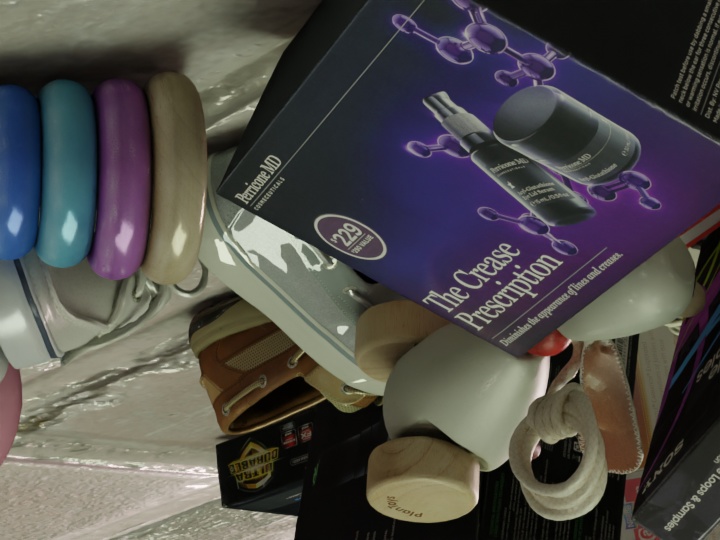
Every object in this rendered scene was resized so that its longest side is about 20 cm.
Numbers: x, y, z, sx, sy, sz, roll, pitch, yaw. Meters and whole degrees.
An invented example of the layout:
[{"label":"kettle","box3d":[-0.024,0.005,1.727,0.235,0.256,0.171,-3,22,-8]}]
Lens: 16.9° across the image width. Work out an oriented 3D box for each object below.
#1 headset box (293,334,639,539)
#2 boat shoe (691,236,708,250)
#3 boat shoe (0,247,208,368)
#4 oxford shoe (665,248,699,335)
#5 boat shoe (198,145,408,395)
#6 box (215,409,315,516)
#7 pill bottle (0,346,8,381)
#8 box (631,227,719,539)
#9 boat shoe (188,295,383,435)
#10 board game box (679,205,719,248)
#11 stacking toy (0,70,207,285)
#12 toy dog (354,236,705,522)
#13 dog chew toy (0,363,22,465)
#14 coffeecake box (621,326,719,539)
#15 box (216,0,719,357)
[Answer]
[{"label":"headset box","box3d":[0.050,0.108,1.319,0.093,0.174,0.200,24,149,-25]},{"label":"boat shoe","box3d":[0.194,-0.030,1.149,0.200,0.065,0.072,-5,163,-9]},{"label":"boat shoe","box3d":[-0.112,0.002,1.072,0.086,0.075,0.202,-17,174,4]},{"label":"oxford shoe","box3d":[0.185,0.012,1.295,0.075,0.058,0.200,-12,160,24]},{"label":"boat shoe","box3d":[0.000,-0.001,1.111,0.072,0.070,0.201,-21,146,27]},{"label":"box","box3d":[0.031,0.115,1.565,0.200,0.046,0.159,-22,158,35]},{"label":"pill bottle","box3d":[-0.255,0.059,1.028,0.200,0.112,0.112,-39,160,0]},{"label":"box","box3d":[0.177,0.007,1.009,0.036,0.200,0.143,29,128,-6]},{"label":"boat shoe","box3d":[-0.002,0.037,1.256,0.200,0.074,0.076,-21,159,36]},{"label":"board game box","box3d":[0.110,-0.067,0.999,0.151,0.046,0.200,7,158,-20]},{"label":"stacking toy","box3d":[-0.164,-0.037,0.948,0.200,0.085,0.085,0,161,-14]},{"label":"toy dog","box3d":[0.081,0.048,1.037,0.096,0.132,0.200,18,167,-33]},{"label":"dog chew toy","box3d":[-0.233,0.067,1.187,0.125,0.125,0.200,-4,171,-14]},{"label":"coffeecake box","box3d":[0.241,0.098,1.426,0.200,0.154,0.073,-9,162,4]},{"label":"box","box3d":[0.050,-0.060,0.870,0.141,0.079,0.200,31,152,-7]}]
